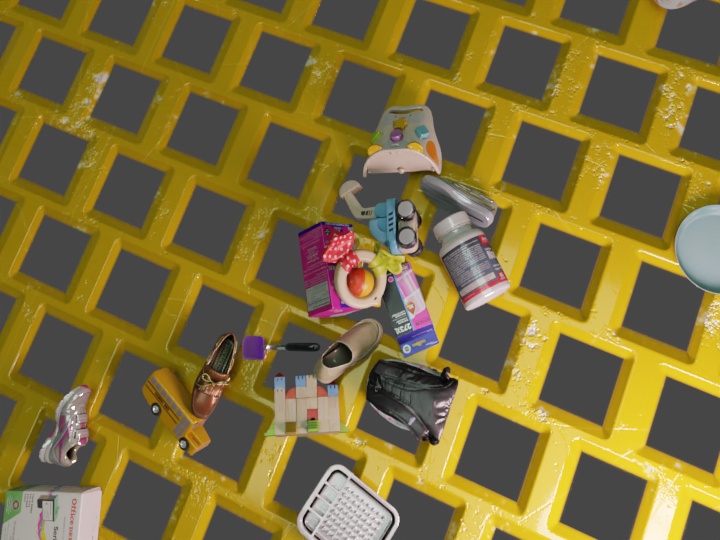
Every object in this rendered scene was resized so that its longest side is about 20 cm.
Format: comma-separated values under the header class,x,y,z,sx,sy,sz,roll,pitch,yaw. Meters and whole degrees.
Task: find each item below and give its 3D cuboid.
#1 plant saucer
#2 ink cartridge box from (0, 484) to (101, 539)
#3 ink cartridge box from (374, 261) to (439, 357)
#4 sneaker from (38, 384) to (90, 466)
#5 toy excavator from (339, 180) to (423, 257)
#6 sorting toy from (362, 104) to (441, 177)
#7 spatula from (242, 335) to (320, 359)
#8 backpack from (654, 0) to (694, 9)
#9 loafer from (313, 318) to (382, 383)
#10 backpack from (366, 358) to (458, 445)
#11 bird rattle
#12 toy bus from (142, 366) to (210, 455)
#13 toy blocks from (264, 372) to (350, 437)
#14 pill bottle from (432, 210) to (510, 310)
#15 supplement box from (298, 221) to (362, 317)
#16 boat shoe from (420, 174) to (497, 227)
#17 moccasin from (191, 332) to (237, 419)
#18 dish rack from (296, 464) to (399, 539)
class,x,y,z,sx,sy,sz,roll,pitch,yaw
plant saucer,0.809,-0.046,1.384,0.193,0.027,0.207,-1,79,6
ink cartridge box,-0.720,0.585,1.426,0.193,0.084,0.150,-1,79,6
ink cartridge box,0.109,0.092,1.443,0.092,0.037,0.205,-21,79,3
sneaker,-0.687,0.377,1.469,0.086,0.081,0.205,21,91,9
toy excavator,0.045,-0.127,1.467,0.194,0.100,0.201,-5,77,15
sorting toy,0.101,-0.331,1.490,0.194,0.108,0.184,0,57,18
spatula,-0.192,0.184,1.467,0.193,0.021,0.059,-2,91,4
backpack,0.786,-0.740,1.458,0.196,0.153,0.180,-25,82,8
loafer,-0.023,0.181,1.405,0.199,0.069,0.076,-41,78,-21
backpack,0.104,0.282,1.360,0.195,0.127,0.171,19,71,11
bird rattle,0.000,0.000,1.359,0.195,0.111,0.169,9,87,-35
toy bus,-0.426,0.330,1.437,0.200,0.065,0.079,45,107,13
toy blocks,-0.123,0.305,1.407,0.193,0.100,0.141,-2,70,-4
pill bottle,0.248,-0.026,1.402,0.117,0.120,0.204,-26,78,1
supplement box,-0.070,0.000,1.429,0.102,0.099,0.207,-19,75,47
boat shoe,0.236,-0.175,1.468,0.197,0.073,0.063,32,59,8
moccasin,-0.337,0.243,1.424,0.072,0.078,0.205,29,66,-9
dish rack,-0.027,0.556,1.366,0.198,0.044,0.174,34,84,12
